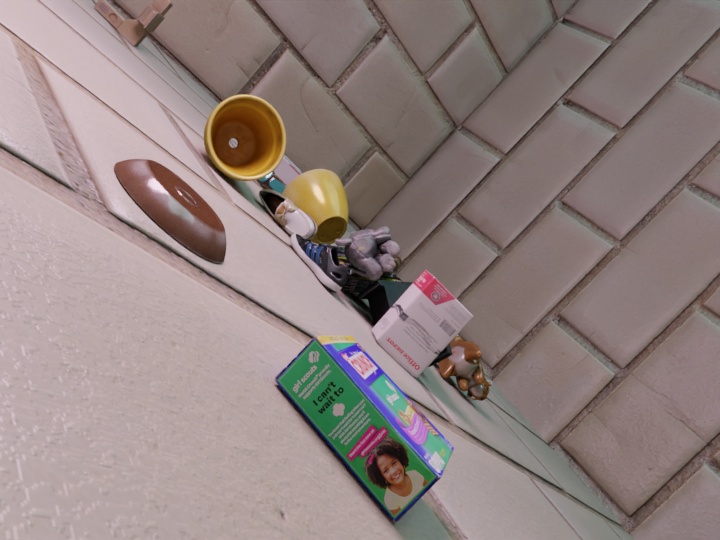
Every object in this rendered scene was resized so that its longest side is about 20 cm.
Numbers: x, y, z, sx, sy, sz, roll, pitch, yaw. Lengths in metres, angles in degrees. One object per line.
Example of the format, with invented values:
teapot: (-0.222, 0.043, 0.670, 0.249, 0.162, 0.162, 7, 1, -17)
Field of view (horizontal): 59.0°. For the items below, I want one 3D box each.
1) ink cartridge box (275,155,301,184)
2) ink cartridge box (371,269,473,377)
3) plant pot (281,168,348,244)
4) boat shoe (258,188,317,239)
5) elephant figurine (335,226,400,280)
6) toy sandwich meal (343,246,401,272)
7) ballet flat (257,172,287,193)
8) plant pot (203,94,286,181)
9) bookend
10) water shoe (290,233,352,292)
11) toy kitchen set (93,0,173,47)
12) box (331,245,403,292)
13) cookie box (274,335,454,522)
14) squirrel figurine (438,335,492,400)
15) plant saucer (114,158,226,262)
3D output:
ink cartridge box: (-0.333, -0.443, 2.809, 0.147, 0.083, 0.200, 45, 6, -11)
ink cartridge box: (0.144, 0.126, 1.508, 0.145, 0.200, 0.084, 42, 2, -16)
plant pot: (-0.109, -0.154, 1.757, 0.200, 0.199, 0.143, 38, 14, -53)
boat shoe: (-0.197, -0.147, 1.665, 0.199, 0.075, 0.068, 36, 1, 30)
elephant figurine: (0.013, -0.031, 1.617, 0.157, 0.140, 0.200, 57, -16, -1)
toy sandwich meal: (0.031, -0.034, 1.981, 0.205, 0.202, 0.071, 38, 37, -53)
ballet flat: (-0.292, -0.286, 2.061, 0.200, 0.071, 0.071, 46, 5, 10)
plant pot: (-0.305, -0.328, 1.614, 0.200, 0.202, 0.188, 43, -11, -21)
bookend: (0.114, 0.138, 1.629, 0.196, 0.092, 0.203, 4, 62, -40)
water shoe: (-0.091, -0.033, 1.534, 0.200, 0.079, 0.071, 48, 6, 29)
toy kitchen set: (-0.782, -0.911, 2.189, 0.180, 0.200, 0.163, 43, 5, -18)
box: (0.000, 0.000, 1.757, 0.197, 0.048, 0.194, 8, 27, -32)
cookie box: (0.011, 0.173, 0.754, 0.200, 0.075, 0.171, 46, 6, 13)
squirrel figurine: (0.337, 0.310, 2.001, 0.187, 0.141, 0.201, 50, 7, -24)
plant saucer: (-0.259, -0.094, 0.910, 0.200, 0.037, 0.200, 45, 6, -6)
